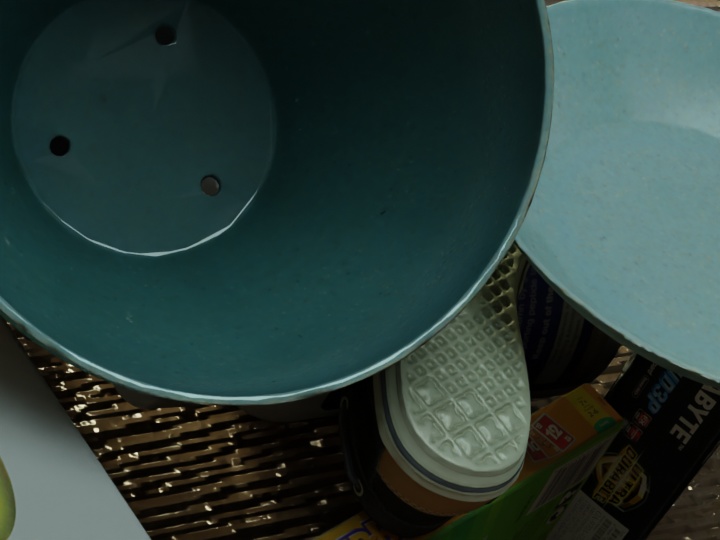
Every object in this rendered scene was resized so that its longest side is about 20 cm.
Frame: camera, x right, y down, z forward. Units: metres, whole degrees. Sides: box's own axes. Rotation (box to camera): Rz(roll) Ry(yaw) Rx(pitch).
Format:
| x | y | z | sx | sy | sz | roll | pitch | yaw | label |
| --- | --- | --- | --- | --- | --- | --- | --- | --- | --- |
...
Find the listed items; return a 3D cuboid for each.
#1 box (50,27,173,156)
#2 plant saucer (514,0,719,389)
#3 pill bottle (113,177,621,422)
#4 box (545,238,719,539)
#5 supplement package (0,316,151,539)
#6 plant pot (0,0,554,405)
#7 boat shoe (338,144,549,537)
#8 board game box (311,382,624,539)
| x | y | z | sx | sy | sz | roll | pitch | yaw | label |
| --- | --- | --- | --- | --- | --- | --- | --- | --- | --- |
| -0.138 | -0.090 | 0.762 | 0.044 | 0.160 | 0.200 | 48 | 8 | 19 | box |
| 0.125 | -0.018 | 0.750 | 0.200 | 0.039 | 0.201 | 12 | 43 | -11 | plant saucer |
| 0.000 | 0.000 | 0.842 | 0.199 | 0.116 | 0.116 | -4 | 51 | -30 | pill bottle |
| 0.156 | 0.021 | 0.871 | 0.046 | 0.159 | 0.200 | 38 | 43 | 11 | box |
| -0.179 | 0.110 | 0.622 | 0.191 | 0.147 | 0.200 | -19 | 61 | -39 | supplement package |
| -0.056 | -0.056 | 0.681 | 0.199 | 0.135 | 0.201 | 2 | 85 | -18 | plant pot |
| 0.025 | 0.007 | 0.748 | 0.074 | 0.062 | 0.201 | 18 | 46 | -16 | boat shoe |
| 0.008 | 0.111 | 0.756 | 0.030 | 0.096 | 0.200 | 44 | 45 | 19 | board game box |
